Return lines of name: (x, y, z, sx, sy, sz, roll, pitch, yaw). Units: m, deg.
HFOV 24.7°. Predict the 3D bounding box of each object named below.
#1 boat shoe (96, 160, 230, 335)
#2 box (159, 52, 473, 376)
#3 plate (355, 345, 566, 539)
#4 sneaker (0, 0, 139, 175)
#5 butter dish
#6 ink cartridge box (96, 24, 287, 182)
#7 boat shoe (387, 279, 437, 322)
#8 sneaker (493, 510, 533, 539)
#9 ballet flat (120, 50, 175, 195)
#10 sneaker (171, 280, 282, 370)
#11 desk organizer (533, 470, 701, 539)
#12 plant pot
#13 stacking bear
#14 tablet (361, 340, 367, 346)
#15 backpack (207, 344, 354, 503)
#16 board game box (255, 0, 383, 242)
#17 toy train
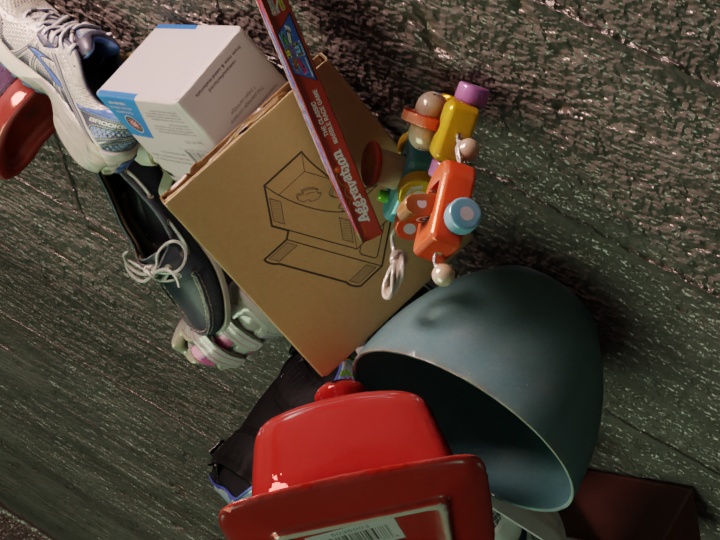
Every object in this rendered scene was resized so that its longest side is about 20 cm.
boat shoe: (-0.184, -0.023, 1.528, 0.075, 0.062, 0.201, -10, 108, 38)
box: (-0.029, -0.040, 1.247, 0.200, 0.163, 0.021, 49, 177, -28)
plate: (0.095, 0.151, 1.484, 0.200, 0.032, 0.200, 36, -170, -23)
sneaker: (-0.239, -0.181, 1.370, 0.200, 0.077, 0.085, 51, 134, 8)
butter dish: (-0.006, 0.154, 1.273, 0.199, 0.148, 0.200, -11, 149, 1)
ink cartridge box: (-0.092, -0.095, 1.304, 0.200, 0.084, 0.146, 48, 161, -30)
boat shoe: (0.071, 0.075, 1.440, 0.070, 0.066, 0.200, 21, 154, 33)
sneaker: (0.103, 0.196, 1.563, 0.081, 0.076, 0.200, 53, -179, -31)
ballet flat: (-0.162, -0.101, 1.428, 0.071, 0.071, 0.200, 16, 150, 39)
sneaker: (-0.122, 0.056, 1.611, 0.081, 0.088, 0.200, 41, 156, -13)
desk organizer: (0.231, 0.238, 1.518, 0.200, 0.077, 0.072, 3, 141, 52)
plant pot: (0.113, 0.076, 1.296, 0.200, 0.135, 0.200, 30, 156, 15)
stacking bear: (-0.353, -0.197, 1.459, 0.200, 0.121, 0.114, 42, 171, 10)
tablet: (-0.088, 0.006, 1.599, 0.130, 0.014, 0.200, 1, 140, 53)
backpack: (-0.036, 0.171, 1.534, 0.147, 0.183, 0.200, 38, 174, -10)
board game box: (-0.036, -0.125, 1.138, 0.103, 0.019, 0.200, -113, 0, -63)
toy train: (0.034, -0.053, 1.138, 0.055, 0.151, 0.200, 17, 164, -11)
